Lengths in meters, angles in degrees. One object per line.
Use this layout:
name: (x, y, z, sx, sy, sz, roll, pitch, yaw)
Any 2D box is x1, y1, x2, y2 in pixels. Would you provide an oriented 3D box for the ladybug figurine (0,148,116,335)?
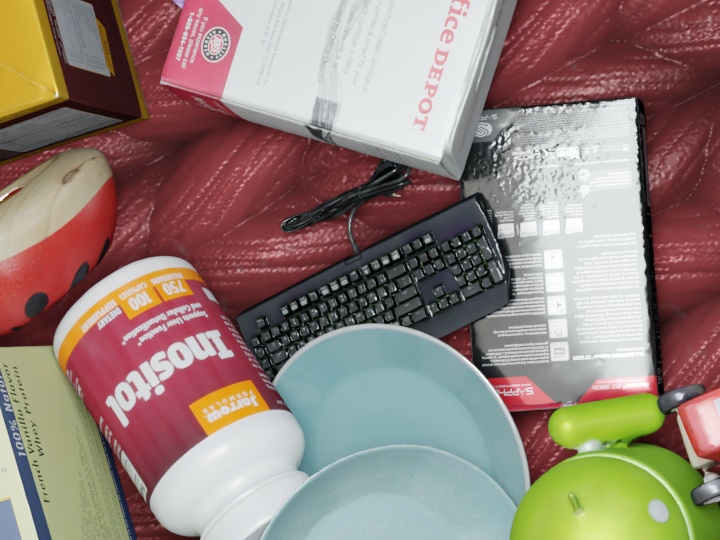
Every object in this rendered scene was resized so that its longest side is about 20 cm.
ladybug figurine: (-0.222, -0.014, 1.583, 0.135, 0.200, 0.072, -28, 101, 30)

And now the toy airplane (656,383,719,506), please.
toy airplane: (0.297, 0.076, 1.474, 0.200, 0.200, 0.141, 37, 141, -15)

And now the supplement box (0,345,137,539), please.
supplement box: (-0.247, 0.162, 1.582, 0.133, 0.200, 0.201, -18, 86, 10)

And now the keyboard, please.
keyboard: (0.000, 0.000, 1.600, 0.199, 0.021, 0.128, -27, 79, 25)

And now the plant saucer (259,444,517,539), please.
plant saucer: (0.015, 0.207, 1.538, 0.200, 0.039, 0.203, -2, 97, -18)

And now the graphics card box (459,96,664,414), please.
graphics card box: (0.131, -0.010, 1.585, 0.125, 0.051, 0.202, -5, 89, 13)

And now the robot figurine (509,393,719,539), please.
robot figurine: (0.160, 0.169, 1.497, 0.115, 0.200, 0.177, -11, 86, 19)

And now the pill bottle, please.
pill bottle: (-0.108, 0.098, 1.579, 0.113, 0.113, 0.200, -40, 68, 8)

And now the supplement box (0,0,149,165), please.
supplement box: (-0.251, -0.181, 1.588, 0.132, 0.200, 0.199, -16, 86, 11)

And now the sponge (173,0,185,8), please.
sponge: (-0.031, -0.231, 1.632, 0.111, 0.030, 0.200, 39, 98, 10)

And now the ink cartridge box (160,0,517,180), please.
ink cartridge box: (-0.009, -0.156, 1.559, 0.199, 0.083, 0.146, 17, 85, 13)

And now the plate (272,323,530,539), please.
plate: (0.024, 0.130, 1.595, 0.199, 0.026, 0.202, 7, 106, 24)
